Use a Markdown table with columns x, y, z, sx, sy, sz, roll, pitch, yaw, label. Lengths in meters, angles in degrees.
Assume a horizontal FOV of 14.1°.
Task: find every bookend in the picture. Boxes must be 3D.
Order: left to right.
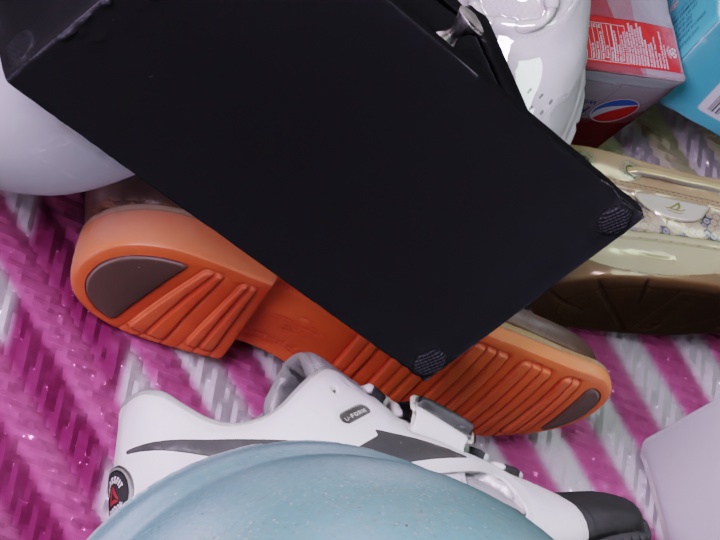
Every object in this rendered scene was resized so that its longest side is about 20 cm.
| x | y | z | sx | sy | sz | roll | pitch | yaw | label |
| --- | --- | --- | --- | --- | --- | --- | --- | --- | --- |
| -0.029 | -0.100 | 0.915 | 0.200 | 0.092 | 0.199 | 37 | 24 | -41 | bookend |

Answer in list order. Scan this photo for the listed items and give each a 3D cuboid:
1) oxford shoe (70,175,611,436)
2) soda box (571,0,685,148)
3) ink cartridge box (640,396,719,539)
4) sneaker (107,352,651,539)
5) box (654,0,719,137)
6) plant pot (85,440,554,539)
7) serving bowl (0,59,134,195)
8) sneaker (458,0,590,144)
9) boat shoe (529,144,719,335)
| x | y | z | sx | sy | sz | roll | pitch | yaw | label |
| --- | --- | --- | --- | --- | --- | --- | --- | --- | --- |
| 0.000 | 0.000 | 0.994 | 0.200 | 0.071 | 0.073 | 22 | 51 | -23 | oxford shoe |
| 0.063 | -0.148 | 1.111 | 0.063 | 0.070 | 0.201 | 6 | 64 | -31 | soda box |
| 0.228 | 0.072 | 1.059 | 0.200 | 0.147 | 0.083 | -2 | 69 | -34 | ink cartridge box |
| 0.009 | 0.068 | 0.960 | 0.200 | 0.074 | 0.089 | 3 | 67 | -34 | sneaker |
| 0.161 | -0.130 | 1.154 | 0.082 | 0.049 | 0.200 | 28 | 41 | -17 | box |
| 0.009 | 0.151 | 0.835 | 0.200 | 0.134 | 0.201 | 1 | 88 | -25 | plant pot |
| -0.142 | -0.105 | 0.916 | 0.200 | 0.066 | 0.200 | 56 | 13 | -20 | serving bowl |
| 0.051 | -0.121 | 1.007 | 0.074 | 0.087 | 0.201 | 8 | 70 | 1 | sneaker |
| 0.151 | -0.010 | 1.098 | 0.200 | 0.073 | 0.063 | 7 | 66 | -31 | boat shoe |
